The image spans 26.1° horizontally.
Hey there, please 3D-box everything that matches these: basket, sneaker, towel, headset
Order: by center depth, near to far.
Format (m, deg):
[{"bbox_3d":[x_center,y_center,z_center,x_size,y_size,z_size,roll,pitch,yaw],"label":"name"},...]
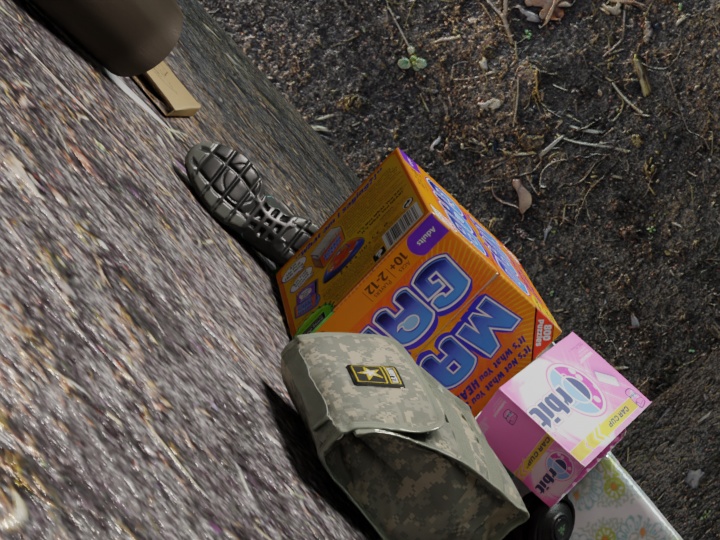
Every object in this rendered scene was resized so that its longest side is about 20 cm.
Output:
[{"bbox_3d":[0.177,0.269,1.628,0.093,0.123,0.202,-1,77,-43],"label":"headset"},{"bbox_3d":[0.241,0.292,1.686,0.200,0.171,0.048,50,9,7],"label":"towel"},{"bbox_3d":[-0.294,-0.317,1.721,0.200,0.136,0.181,48,9,-52],"label":"basket"},{"bbox_3d":[-0.126,-0.062,1.750,0.200,0.076,0.079,44,-19,-15],"label":"sneaker"}]

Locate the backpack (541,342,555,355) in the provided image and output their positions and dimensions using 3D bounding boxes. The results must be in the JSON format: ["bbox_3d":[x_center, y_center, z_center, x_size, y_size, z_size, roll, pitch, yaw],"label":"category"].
[{"bbox_3d":[0.171,0.163,1.984,0.178,0.150,0.200,52,-33,17],"label":"backpack"}]

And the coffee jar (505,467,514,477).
[{"bbox_3d":[0.178,0.266,1.782,0.200,0.085,0.104,49,10,5],"label":"coffee jar"}]

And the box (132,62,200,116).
[{"bbox_3d":[-0.278,-0.265,2.004,0.164,0.021,0.200,50,5,-2],"label":"box"}]

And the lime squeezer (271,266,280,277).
[{"bbox_3d":[-0.022,0.064,1.793,0.200,0.038,0.071,51,6,-3],"label":"lime squeezer"}]

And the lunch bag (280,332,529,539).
[{"bbox_3d":[0.025,0.142,1.312,0.200,0.118,0.164,40,10,-29],"label":"lunch bag"}]

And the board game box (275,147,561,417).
[{"bbox_3d":[0.056,0.033,1.654,0.200,0.200,0.200,40,12,-22],"label":"board game box"}]

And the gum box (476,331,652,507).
[{"bbox_3d":[0.210,0.148,1.600,0.113,0.066,0.200,42,32,13],"label":"gum box"}]
